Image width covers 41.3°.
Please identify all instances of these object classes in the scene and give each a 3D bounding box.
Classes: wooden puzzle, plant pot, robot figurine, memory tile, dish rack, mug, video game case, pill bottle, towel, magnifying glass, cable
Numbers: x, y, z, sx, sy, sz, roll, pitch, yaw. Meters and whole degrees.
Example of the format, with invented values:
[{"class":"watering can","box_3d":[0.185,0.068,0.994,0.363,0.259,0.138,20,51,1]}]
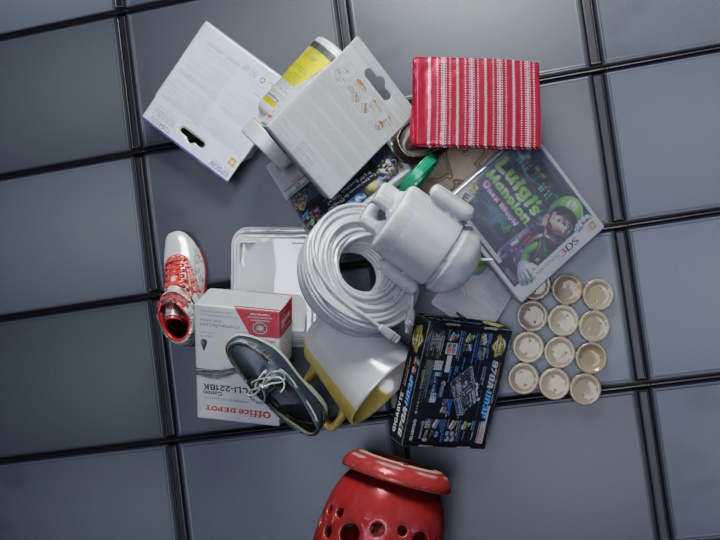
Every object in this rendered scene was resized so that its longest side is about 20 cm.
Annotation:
[{"class":"wooden puzzle","box_3d":[0.173,-0.170,1.541,0.185,0.046,0.200,43,92,9]},{"class":"plant pot","box_3d":[0.037,0.382,1.478,0.198,0.200,0.184,14,82,11]},{"class":"robot figurine","box_3d":[0.095,-0.044,1.405,0.199,0.113,0.170,34,119,-2]},{"class":"memory tile","box_3d":[0.317,0.105,1.508,0.151,0.017,0.202,8,89,4]},{"class":"dish rack","box_3d":[-0.142,0.027,1.596,0.170,0.044,0.202,1,90,10]},{"class":"mug","box_3d":[-0.024,0.150,1.520,0.186,0.150,0.153,-44,73,-8]},{"class":"video game case","box_3d":[0.252,-0.085,1.473,0.182,0.023,0.200,-41,98,-7]},{"class":"pill bottle","box_3d":[-0.093,-0.267,1.544,0.114,0.114,0.200,42,91,9]},{"class":"towel","box_3d":[0.173,-0.252,1.443,0.198,0.022,0.146,2,79,-4]},{"class":"magnifying glass","box_3d":[0.067,-0.112,1.502,0.022,0.080,0.200,43,139,4]},{"class":"video game case","box_3d":[-0.037,-0.165,1.563,0.199,0.023,0.183,-37,62,8]},{"class":"cable","box_3d":[0.000,0.000,1.466,0.199,0.069,0.202,25,62,-14]}]

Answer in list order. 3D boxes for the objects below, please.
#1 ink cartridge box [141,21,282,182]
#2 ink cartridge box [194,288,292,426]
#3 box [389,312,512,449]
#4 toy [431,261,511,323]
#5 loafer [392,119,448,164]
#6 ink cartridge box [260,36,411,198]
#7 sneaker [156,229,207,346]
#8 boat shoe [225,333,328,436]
[{"class":"ink cartridge box","box_3d":[-0.240,-0.285,1.624,0.196,0.043,0.201,37,96,8]},{"class":"ink cartridge box","box_3d":[-0.189,0.141,1.551,0.143,0.084,0.202,4,108,9]},{"class":"box","box_3d":[0.141,0.174,1.477,0.157,0.046,0.202,7,100,-28]},{"class":"toy","box_3d":[0.202,-0.007,1.518,0.115,0.047,0.201,33,91,-20]},{"class":"loafer","box_3d":[0.137,-0.237,1.487,0.199,0.071,0.073,-30,80,-1]},{"class":"ink cartridge box","box_3d":[-0.035,-0.239,1.492,0.200,0.050,0.162,-46,116,-8]},{"class":"sneaker","box_3d":[-0.301,0.027,1.594,0.067,0.108,0.204,-11,86,11]},{"class":"boat shoe","box_3d":[-0.134,0.179,1.476,0.075,0.062,0.200,-40,99,18]}]
